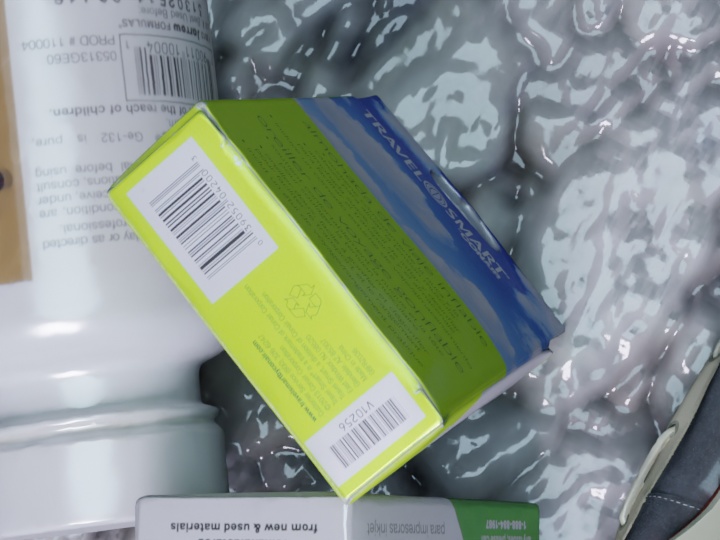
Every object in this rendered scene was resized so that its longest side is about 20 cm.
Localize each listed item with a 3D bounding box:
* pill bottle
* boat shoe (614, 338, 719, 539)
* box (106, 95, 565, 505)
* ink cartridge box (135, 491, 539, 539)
[{"bbox_3d":[-0.101,-0.010,0.785,0.114,0.114,0.201,-7,83,0],"label":"pill bottle"},{"bbox_3d":[0.125,0.090,0.797,0.071,0.063,0.201,30,86,-22],"label":"boat shoe"},{"bbox_3d":[0.000,0.000,0.750,0.048,0.200,0.122,-40,84,15],"label":"box"},{"bbox_3d":[-0.005,0.175,0.738,0.084,0.145,0.201,-3,82,28],"label":"ink cartridge box"}]
